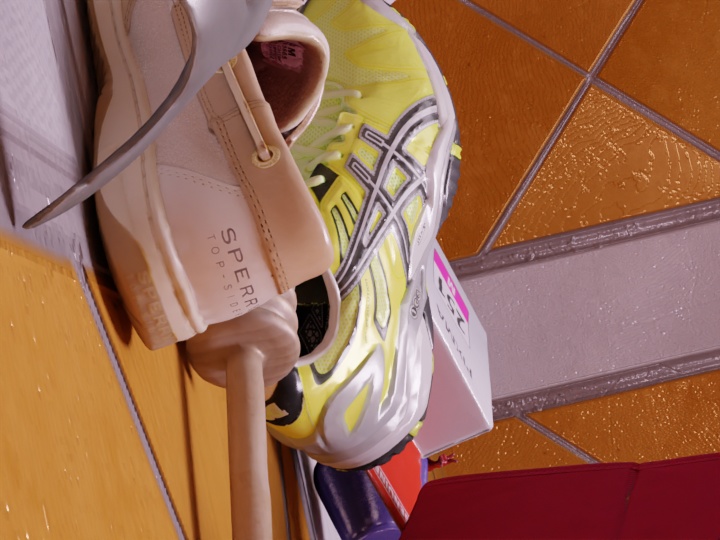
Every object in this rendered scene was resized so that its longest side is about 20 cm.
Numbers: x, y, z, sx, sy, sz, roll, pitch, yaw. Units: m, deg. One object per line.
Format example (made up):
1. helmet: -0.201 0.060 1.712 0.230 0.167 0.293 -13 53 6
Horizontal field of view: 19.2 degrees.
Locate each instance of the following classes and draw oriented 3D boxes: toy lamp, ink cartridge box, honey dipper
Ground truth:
1. toy lamp: -0.003 0.053 1.056 0.058 0.058 0.200 74 5 -51
2. ink cartridge box: 0.000 0.000 0.950 0.200 0.043 0.174 61 13 -23
3. honey dipper: -0.035 0.065 0.649 0.200 0.038 0.038 -94 172 -46

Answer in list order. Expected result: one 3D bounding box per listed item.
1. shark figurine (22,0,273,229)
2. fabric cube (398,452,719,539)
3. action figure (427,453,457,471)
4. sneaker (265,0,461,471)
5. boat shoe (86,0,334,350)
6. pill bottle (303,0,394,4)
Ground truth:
1. shark figurine: -0.061 -0.109 0.543 0.128 0.089 0.215 8 55 -51
2. fabric cube: 0.110 0.202 0.821 0.199 0.200 0.197 -56 135 -64
3. action figure: 0.049 0.140 1.820 0.200 0.052 0.066 74 0 -82
4. sneaker: -0.009 -0.025 0.843 0.076 0.075 0.200 26 57 -53
5. boat shoe: -0.042 -0.057 0.647 0.200 0.069 0.074 -100 176 -46
6. pill bottle: -0.029 -0.251 1.334 0.200 0.114 0.114 -100 176 -49
